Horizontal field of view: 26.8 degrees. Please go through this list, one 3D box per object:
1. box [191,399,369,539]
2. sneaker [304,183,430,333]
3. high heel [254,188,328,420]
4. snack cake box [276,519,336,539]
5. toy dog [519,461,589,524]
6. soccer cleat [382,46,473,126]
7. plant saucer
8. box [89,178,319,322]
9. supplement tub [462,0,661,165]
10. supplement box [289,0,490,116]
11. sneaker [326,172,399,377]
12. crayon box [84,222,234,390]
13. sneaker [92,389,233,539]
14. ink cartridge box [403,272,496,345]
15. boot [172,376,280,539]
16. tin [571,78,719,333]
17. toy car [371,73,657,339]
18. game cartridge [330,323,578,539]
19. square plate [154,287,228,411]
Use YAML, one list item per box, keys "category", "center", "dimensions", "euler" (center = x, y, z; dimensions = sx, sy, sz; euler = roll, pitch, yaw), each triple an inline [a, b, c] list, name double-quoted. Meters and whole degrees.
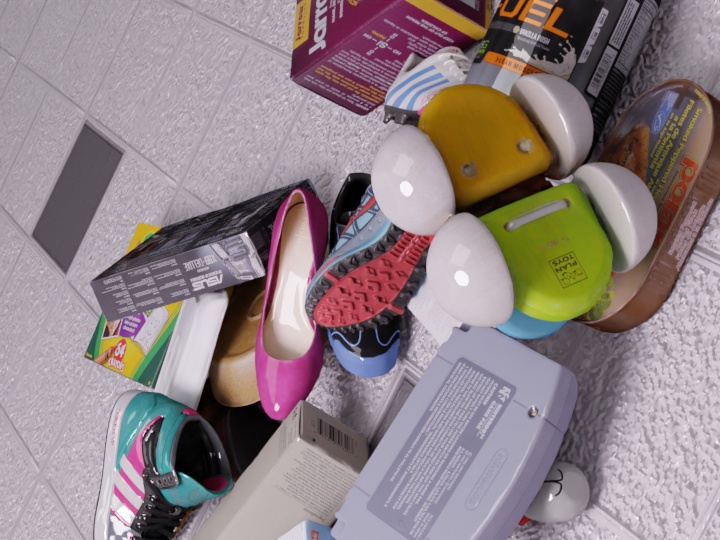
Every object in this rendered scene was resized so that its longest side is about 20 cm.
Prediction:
- category: "box"
  center: [-0.078, 0.220, 1.362]
  dimensions: [0.200, 0.082, 0.069]
  euler: [-51, 17, 21]
- category: "sneaker"
  center: [0.027, -0.030, 1.310]
  dimensions: [0.200, 0.079, 0.096]
  euler: [-45, 24, 20]
- category: "high heel"
  center: [-0.063, 0.029, 1.363]
  dimensions: [0.067, 0.096, 0.202]
  euler: [11, 73, 13]
- category: "snack cake box"
  center: [-0.049, 0.323, 1.239]
  dimensions: [0.115, 0.067, 0.202]
  euler: [-38, 42, 35]
- category: "toy dog"
  center: [0.074, 0.177, 1.164]
  dimensions: [0.200, 0.096, 0.133]
  euler: [-45, 38, 30]
- category: "soccer cleat"
  center: [0.087, -0.166, 1.387]
  dimensions: [0.199, 0.069, 0.087]
  euler: [15, 83, 58]
- category: "plant saucer"
  center: [-0.085, 0.042, 1.482]
  dimensions: [0.199, 0.035, 0.201]
  euler: [-35, 28, 22]
- category: "box"
  center: [-0.152, -0.021, 1.530]
  dimensions: [0.198, 0.050, 0.158]
  euler: [-16, 15, 27]
- category: "supplement tub"
  center: [0.169, -0.195, 1.237]
  dimensions: [0.122, 0.122, 0.202]
  euler: [25, 91, 58]
- category: "supplement box"
  center: [0.030, -0.264, 1.503]
  dimensions: [0.199, 0.103, 0.132]
  euler: [-29, 49, 45]
- category: "sneaker"
  center: [0.000, 0.000, 1.387]
  dimensions: [0.078, 0.069, 0.201]
  euler: [91, 174, -49]
- category: "crayon box"
  center: [-0.227, 0.043, 1.724]
  dimensions: [0.199, 0.058, 0.174]
  euler: [13, 81, 57]
- category: "sneaker"
  center: [-0.176, 0.214, 1.396]
  dimensions: [0.120, 0.083, 0.203]
  euler: [0, 86, 39]
- category: "ink cartridge box"
  center: [0.099, 0.012, 1.277]
  dimensions: [0.110, 0.050, 0.200]
  euler: [-58, 34, 12]
- category: "boot"
  center: [-0.164, 0.206, 1.522]
  dimensions: [0.201, 0.068, 0.189]
  euler: [-53, 35, 21]
- category: "tin"
  center: [0.216, -0.047, 1.154]
  dimensions: [0.202, 0.042, 0.112]
  euler: [-63, 28, 6]
- category: "toy car"
  center: [0.107, -0.035, 1.128]
  dimensions: [0.201, 0.174, 0.150]
  euler: [58, 158, 24]
- category: "game cartridge"
  center: [0.073, 0.142, 1.118]
  dimensions: [0.133, 0.040, 0.201]
  euler: [28, 84, 51]
- category: "square plate"
  center: [-0.179, 0.099, 1.528]
  dimensions: [0.198, 0.028, 0.202]
  euler: [-130, 58, -76]
